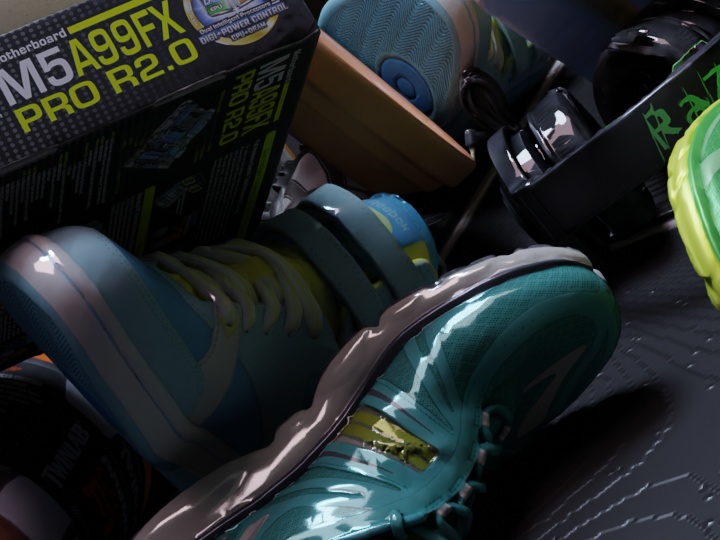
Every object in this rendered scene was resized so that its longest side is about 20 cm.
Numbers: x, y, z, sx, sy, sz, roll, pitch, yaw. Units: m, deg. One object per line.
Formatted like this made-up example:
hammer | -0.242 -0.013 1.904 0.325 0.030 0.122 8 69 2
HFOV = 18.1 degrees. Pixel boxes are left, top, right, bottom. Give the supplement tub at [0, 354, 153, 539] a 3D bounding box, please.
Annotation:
supplement tub | -0.142 0.093 0.882 0.107 0.107 0.200 -29 16 19

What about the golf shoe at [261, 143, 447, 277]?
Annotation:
golf shoe | 0.000 0.000 0.956 0.094 0.078 0.200 -5 28 21

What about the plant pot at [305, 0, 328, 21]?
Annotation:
plant pot | -0.073 -0.203 1.476 0.200 0.187 0.187 -47 14 14

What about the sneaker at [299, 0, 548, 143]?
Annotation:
sneaker | 0.044 -0.114 1.058 0.131 0.080 0.200 -39 -5 -22

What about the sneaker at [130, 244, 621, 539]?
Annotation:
sneaker | 0.014 0.075 0.735 0.200 0.078 0.080 -43 37 -7

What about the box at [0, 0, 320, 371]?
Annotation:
box | -0.105 -0.026 0.790 0.160 0.044 0.200 -26 -15 -18

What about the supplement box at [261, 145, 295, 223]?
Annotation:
supplement box | -0.092 0.000 1.097 0.126 0.074 0.200 -32 18 13

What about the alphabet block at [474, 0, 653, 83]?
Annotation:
alphabet block | 0.116 -0.222 0.962 0.195 0.200 0.196 -30 -17 15

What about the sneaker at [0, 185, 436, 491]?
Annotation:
sneaker | -0.040 0.006 0.775 0.131 0.080 0.200 -44 -25 -5

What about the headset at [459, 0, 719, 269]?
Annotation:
headset | 0.094 -0.064 0.877 0.123 0.094 0.200 -40 1 -15

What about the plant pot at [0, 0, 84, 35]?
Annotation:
plant pot | -0.143 -0.083 1.022 0.134 0.201 0.200 4 29 11

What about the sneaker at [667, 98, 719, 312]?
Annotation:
sneaker | 0.162 -0.046 0.733 0.084 0.074 0.200 -25 19 43

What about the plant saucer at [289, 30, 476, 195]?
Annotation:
plant saucer | -0.040 -0.093 0.912 0.037 0.200 0.200 -51 16 4
